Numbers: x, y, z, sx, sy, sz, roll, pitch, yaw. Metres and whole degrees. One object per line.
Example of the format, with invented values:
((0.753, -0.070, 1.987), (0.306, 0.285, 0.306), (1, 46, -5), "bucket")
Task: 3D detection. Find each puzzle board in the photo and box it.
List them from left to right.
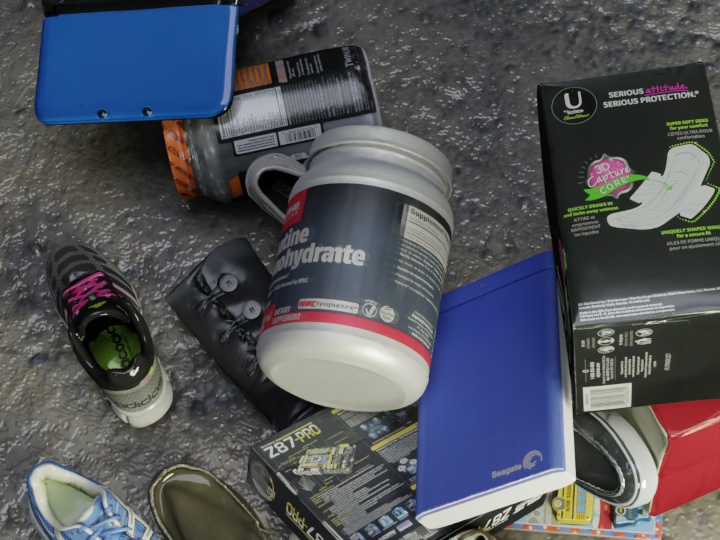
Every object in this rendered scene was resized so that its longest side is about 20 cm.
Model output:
((0.185, 0.130, 1.229), (0.149, 0.017, 0.202), (4, 61, 6), "puzzle board")

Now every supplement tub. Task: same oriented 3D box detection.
((-0.082, -0.134, 1.337), (0.198, 0.123, 0.123), (-12, 60, -1), "supplement tub")
((0.000, 0.000, 1.150), (0.139, 0.141, 0.202), (7, 66, 8), "supplement tub")

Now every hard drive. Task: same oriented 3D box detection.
((0.102, 0.090, 1.108), (0.131, 0.025, 0.201), (-24, 44, 30), "hard drive")

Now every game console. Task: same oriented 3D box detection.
((-0.192, -0.216, 1.340), (0.198, 0.120, 0.171), (0, 19, 16), "game console")

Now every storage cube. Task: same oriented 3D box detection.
((0.280, 0.065, 1.149), (0.178, 0.171, 0.201), (-21, 61, -6), "storage cube")

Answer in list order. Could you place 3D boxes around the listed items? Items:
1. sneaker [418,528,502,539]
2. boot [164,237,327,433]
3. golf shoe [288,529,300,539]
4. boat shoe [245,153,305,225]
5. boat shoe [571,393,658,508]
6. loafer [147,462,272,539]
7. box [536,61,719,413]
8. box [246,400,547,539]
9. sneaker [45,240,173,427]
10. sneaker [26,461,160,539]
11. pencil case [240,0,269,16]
((0.102, 0.236, 1.084), (0.070, 0.199, 0.076), (35, 113, 40), "sneaker")
((-0.056, 0.046, 1.274), (0.164, 0.066, 0.200), (-35, 60, -16), "boot")
((0.008, 0.277, 1.131), (0.199, 0.075, 0.092), (34, 75, 24), "golf shoe")
((-0.012, -0.040, 1.269), (0.199, 0.066, 0.072), (35, 95, -10), "boat shoe")
((0.146, 0.126, 1.133), (0.067, 0.072, 0.200), (-14, 42, -39), "boat shoe")
((-0.104, 0.227, 1.168), (0.075, 0.070, 0.200), (-41, 66, -17), "loafer")
((0.200, -0.021, 1.025), (0.123, 0.149, 0.202), (-6, 61, 6), "box")
((0.032, 0.165, 1.153), (0.199, 0.049, 0.161), (-24, 52, -34), "box")
((-0.230, 0.041, 1.271), (0.073, 0.088, 0.201), (-26, 62, -10), "sneaker")
((-0.207, 0.232, 1.170), (0.199, 0.077, 0.076), (34, 67, 19), "sneaker")
((-0.154, -0.277, 1.446), (0.199, 0.078, 0.087), (-31, 39, -11), "pencil case")
